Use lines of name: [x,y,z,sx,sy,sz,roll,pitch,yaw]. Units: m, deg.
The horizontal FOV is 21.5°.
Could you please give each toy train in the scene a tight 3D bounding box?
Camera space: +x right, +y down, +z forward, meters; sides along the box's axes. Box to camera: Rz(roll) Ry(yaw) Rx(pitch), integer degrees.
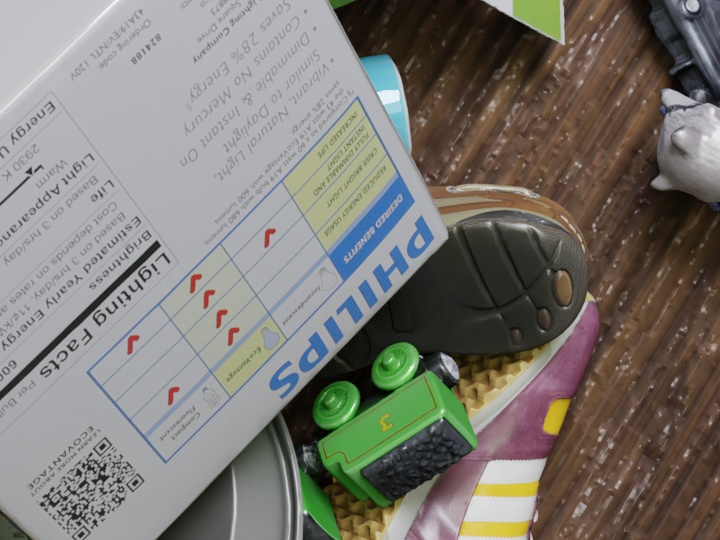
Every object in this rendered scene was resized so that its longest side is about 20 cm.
toy train: [-0.039,0.101,0.778,0.200,0.056,0.042,-35,130,12]

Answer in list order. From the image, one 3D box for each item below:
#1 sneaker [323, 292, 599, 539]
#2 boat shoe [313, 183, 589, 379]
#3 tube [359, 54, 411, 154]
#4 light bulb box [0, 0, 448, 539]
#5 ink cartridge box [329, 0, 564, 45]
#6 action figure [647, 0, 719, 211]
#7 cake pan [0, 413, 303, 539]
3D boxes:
sneaker: [0.046,0.097,0.814,0.200,0.075,0.090,-50,119,-15]
boat shoe: [0.000,0.000,0.811,0.199,0.074,0.076,0,114,13]
tube: [-0.080,-0.051,0.815,0.199,0.050,0.078,-11,127,-7]
light bulb box: [-0.101,-0.028,0.665,0.198,0.200,0.125,-45,52,-12]
ink cartridge box: [-0.001,-0.178,0.800,0.200,0.076,0.148,18,64,-46]
action figure: [0.196,-0.103,0.823,0.193,0.105,0.200,-36,93,-17]
cake pan: [-0.121,0.104,0.762,0.200,0.037,0.201,-7,71,20]
